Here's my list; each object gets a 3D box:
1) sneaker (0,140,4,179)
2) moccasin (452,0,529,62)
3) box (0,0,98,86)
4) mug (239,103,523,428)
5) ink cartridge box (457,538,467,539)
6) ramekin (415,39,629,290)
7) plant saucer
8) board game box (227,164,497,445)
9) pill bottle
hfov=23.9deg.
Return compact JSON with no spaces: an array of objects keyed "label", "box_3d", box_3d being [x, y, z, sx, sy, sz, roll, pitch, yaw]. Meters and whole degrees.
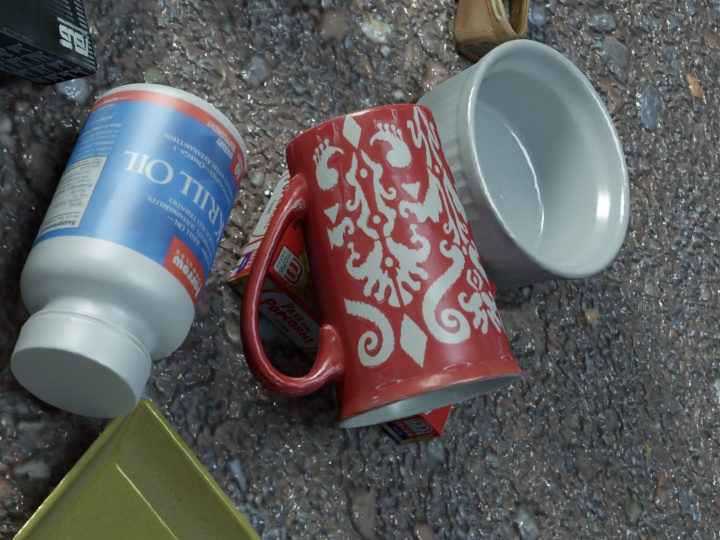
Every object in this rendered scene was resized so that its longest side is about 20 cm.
[{"label":"sneaker","box_3d":[-0.279,-0.133,1.025,0.082,0.073,0.201,-18,88,-46]},{"label":"moccasin","box_3d":[0.126,-0.280,1.490,0.074,0.078,0.202,33,54,-33]},{"label":"box","box_3d":[-0.225,-0.220,1.038,0.200,0.047,0.194,10,66,-82]},{"label":"mug","box_3d":[0.010,-0.004,1.169,0.177,0.133,0.201,-3,75,-47]},{"label":"ink cartridge box","box_3d":[0.050,0.306,1.229,0.196,0.043,0.201,-7,82,-46]},{"label":"ramekin","box_3d":[0.123,-0.079,1.401,0.200,0.098,0.201,19,62,-40]},{"label":"plant saucer","box_3d":[-0.144,0.215,1.057,0.200,0.048,0.200,54,44,-17]},{"label":"board game box","box_3d":[0.007,0.011,1.286,0.200,0.046,0.152,44,49,-26]},{"label":"pill bottle","box_3d":[-0.150,-0.011,1.086,0.112,0.112,0.200,37,52,-31]}]
